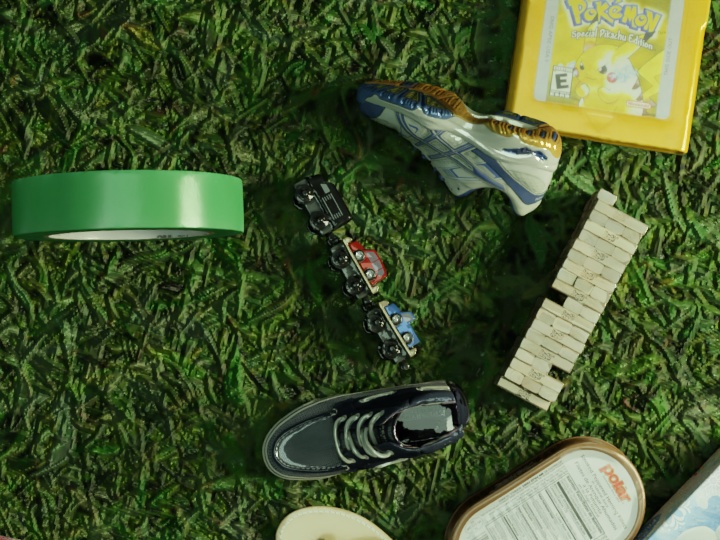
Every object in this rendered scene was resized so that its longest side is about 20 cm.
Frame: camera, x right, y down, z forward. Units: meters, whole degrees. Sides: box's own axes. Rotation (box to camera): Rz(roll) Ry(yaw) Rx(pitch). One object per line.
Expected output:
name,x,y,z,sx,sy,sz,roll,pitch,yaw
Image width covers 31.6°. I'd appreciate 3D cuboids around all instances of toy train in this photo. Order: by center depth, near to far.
toy train,0.000,0.000,1.182,0.045,0.034,0.202,-29,87,-12

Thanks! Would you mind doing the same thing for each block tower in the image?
block tower,0.194,0.028,1.166,0.057,0.054,0.202,27,89,1

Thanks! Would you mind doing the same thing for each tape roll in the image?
tape roll,-0.200,-0.054,1.102,0.197,0.200,0.049,-2,89,1

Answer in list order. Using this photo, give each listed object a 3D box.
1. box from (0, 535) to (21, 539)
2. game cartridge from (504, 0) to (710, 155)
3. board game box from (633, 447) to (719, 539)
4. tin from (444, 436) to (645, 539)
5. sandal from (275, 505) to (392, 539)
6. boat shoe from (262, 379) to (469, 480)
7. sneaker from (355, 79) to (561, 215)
box,-0.418,0.278,1.146,0.197,0.100,0.097,11,89,1
game cartridge,0.232,-0.221,1.184,0.173,0.032,0.203,9,90,1
board game box,0.346,0.291,1.159,0.200,0.043,0.199,45,89,0
tin,0.170,0.235,1.169,0.199,0.042,0.113,-32,92,0
sandal,0.017,0.284,1.153,0.210,0.070,0.078,33,89,2
boat shoe,0.004,0.144,1.146,0.197,0.093,0.076,-18,88,0
sneaker,0.081,-0.111,1.162,0.198,0.075,0.089,22,118,16
